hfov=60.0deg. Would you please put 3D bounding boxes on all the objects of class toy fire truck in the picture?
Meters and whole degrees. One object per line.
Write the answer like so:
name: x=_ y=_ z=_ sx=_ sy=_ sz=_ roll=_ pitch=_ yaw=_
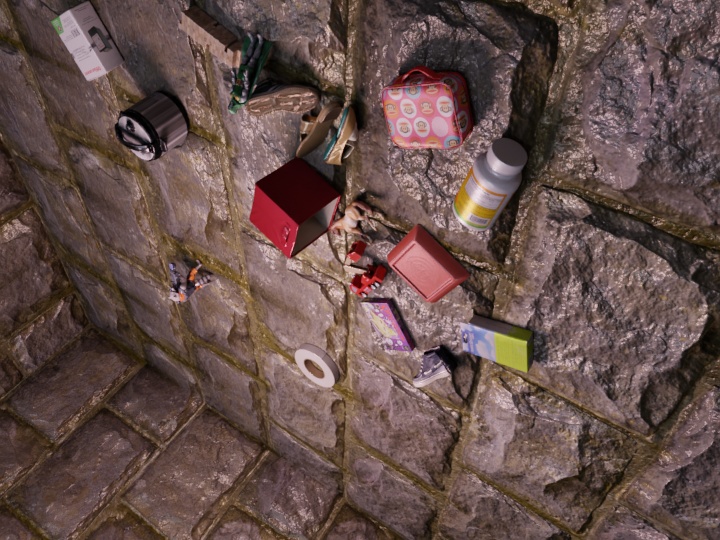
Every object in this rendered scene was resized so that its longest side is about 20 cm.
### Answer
toy fire truck: x=0.000 y=0.000 z=1.869 sx=0.140 sy=0.049 sz=0.200 roll=32 pitch=147 yaw=-11

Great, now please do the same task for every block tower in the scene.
block tower: x=-0.388 y=-0.616 z=1.642 sx=0.199 sy=0.054 sz=0.058 roll=37 pitch=144 yaw=8

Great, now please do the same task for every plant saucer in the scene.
plant saucer: x=0.177 y=-0.005 z=1.736 sx=0.199 sy=0.037 sz=0.200 roll=44 pitch=144 yaw=-1

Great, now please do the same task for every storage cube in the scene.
storage cube: x=-0.189 y=-0.180 z=1.781 sx=0.179 sy=0.200 sz=0.172 roll=42 pitch=146 yaw=12

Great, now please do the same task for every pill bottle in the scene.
pill bottle: x=0.286 y=-0.190 z=1.373 sx=0.110 sy=0.111 sz=0.201 roll=36 pitch=144 yaw=9

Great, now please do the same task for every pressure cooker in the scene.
pressure cooker: x=-0.662 y=-0.445 z=1.958 sx=0.174 sy=0.200 sz=0.180 roll=-12 pitch=119 yaw=48

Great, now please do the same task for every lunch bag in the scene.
lunch bag: x=0.141 y=-0.360 z=1.366 sx=0.198 sy=0.082 sz=0.178 roll=11 pitch=133 yaw=38

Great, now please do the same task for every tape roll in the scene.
tape roll: x=-0.172 y=0.376 z=2.465 sx=0.201 sy=0.037 sz=0.205 roll=27 pitch=142 yaw=23

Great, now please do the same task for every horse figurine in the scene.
horse figurine: x=-0.008 y=-0.141 z=1.765 sx=0.132 sy=0.050 sz=0.201 roll=34 pitch=147 yaw=4

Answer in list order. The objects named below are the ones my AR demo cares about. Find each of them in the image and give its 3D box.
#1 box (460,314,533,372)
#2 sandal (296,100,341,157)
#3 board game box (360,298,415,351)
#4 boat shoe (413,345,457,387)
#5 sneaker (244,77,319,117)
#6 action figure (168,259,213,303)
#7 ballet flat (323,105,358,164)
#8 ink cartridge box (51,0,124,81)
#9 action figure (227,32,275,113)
box: x=0.379 y=0.199 z=1.736 sx=0.198 sy=0.048 sz=0.123 roll=16 pitch=136 yaw=33
sandal: x=-0.121 y=-0.385 z=1.622 sx=0.070 sy=0.077 sz=0.212 roll=59 pitch=140 yaw=10
board game box: x=0.089 y=0.176 z=2.015 sx=0.119 sy=0.032 sz=0.202 roll=-5 pitch=123 yaw=42
boat shoe: x=0.218 y=0.302 z=1.989 sx=0.093 sy=0.075 sz=0.199 roll=52 pitch=136 yaw=-2
sneaker: x=-0.198 y=-0.457 z=1.620 sx=0.196 sy=0.109 sz=0.071 roll=-5 pitch=127 yaw=9
action figure: x=-0.691 y=0.044 z=2.492 sx=0.103 sy=0.194 sz=0.202 roll=22 pitch=140 yaw=24
ballet flat: x=-0.038 y=-0.342 z=1.592 sx=0.062 sy=0.070 sz=0.200 roll=17 pitch=149 yaw=-13
ink cartridge box: x=-0.859 y=-0.719 z=1.967 sx=0.144 sy=0.084 sz=0.202 roll=3 pitch=129 yaw=42
action figure: x=-0.290 y=-0.492 z=1.571 sx=0.117 sy=0.203 sz=0.054 roll=24 pitch=-173 yaw=40
